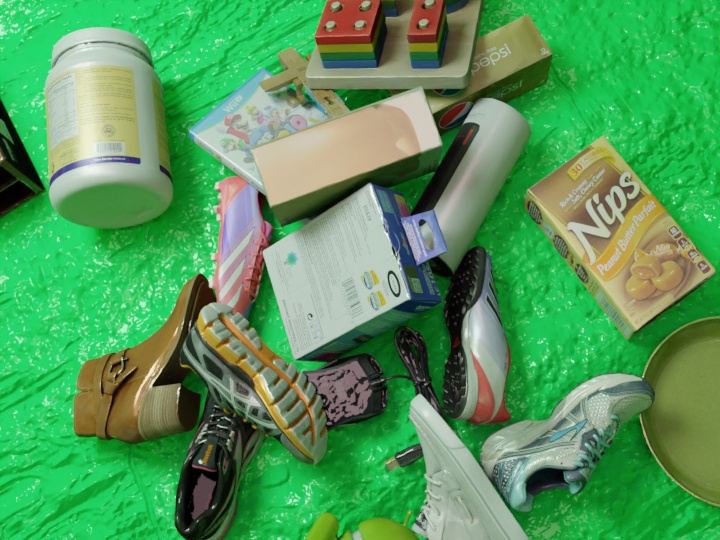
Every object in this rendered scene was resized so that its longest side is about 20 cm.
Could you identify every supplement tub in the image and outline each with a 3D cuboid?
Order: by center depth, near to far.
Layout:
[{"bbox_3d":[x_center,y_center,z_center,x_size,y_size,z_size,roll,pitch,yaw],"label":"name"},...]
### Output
[{"bbox_3d":[-0.304,-0.169,0.994,0.142,0.146,0.205,-10,72,2],"label":"supplement tub"}]

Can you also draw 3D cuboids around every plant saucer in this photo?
[{"bbox_3d":[0.397,0.153,0.890,0.194,0.031,0.205,-1,74,4],"label":"plant saucer"}]

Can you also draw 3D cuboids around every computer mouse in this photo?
[{"bbox_3d":[-0.002,0.162,0.924,0.196,0.046,0.143,-23,86,-1],"label":"computer mouse"}]

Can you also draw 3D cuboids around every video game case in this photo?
[{"bbox_3d":[-0.091,-0.154,1.012,0.198,0.018,0.143,36,61,14],"label":"video game case"}]

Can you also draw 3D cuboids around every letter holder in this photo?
[{"bbox_3d":[-0.517,-0.161,1.037,0.140,0.101,0.202,-31,73,-2],"label":"letter holder"}]

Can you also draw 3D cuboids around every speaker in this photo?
[{"bbox_3d":[0.123,-0.098,0.965,0.080,0.081,0.203,28,79,13],"label":"speaker"}]

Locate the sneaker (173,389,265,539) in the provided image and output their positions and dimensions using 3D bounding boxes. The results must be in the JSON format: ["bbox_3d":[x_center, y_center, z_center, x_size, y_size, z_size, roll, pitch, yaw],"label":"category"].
[{"bbox_3d":[-0.153,0.199,0.900,0.078,0.087,0.205,7,74,6],"label":"sneaker"}]

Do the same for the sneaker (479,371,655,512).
[{"bbox_3d":[0.227,0.186,0.859,0.197,0.078,0.087,-32,38,5],"label":"sneaker"}]

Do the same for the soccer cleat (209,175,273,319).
[{"bbox_3d":[-0.137,-0.018,0.977,0.074,0.067,0.205,-3,71,0],"label":"soccer cleat"}]

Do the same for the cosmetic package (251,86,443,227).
[{"bbox_3d":[-0.013,-0.122,0.908,0.196,0.105,0.073,-20,81,0],"label":"cosmetic package"}]

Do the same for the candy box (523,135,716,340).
[{"bbox_3d":[0.291,-0.038,0.943,0.114,0.055,0.202,-33,73,-5],"label":"candy box"}]

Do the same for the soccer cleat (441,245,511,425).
[{"bbox_3d":[0.137,0.073,0.930,0.072,0.068,0.205,15,64,-20],"label":"soccer cleat"}]

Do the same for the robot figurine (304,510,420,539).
[{"bbox_3d":[-0.008,0.333,0.830,0.198,0.116,0.177,-35,95,-5],"label":"robot figurine"}]

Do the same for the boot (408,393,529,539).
[{"bbox_3d":[0.088,0.237,0.860,0.095,0.074,0.202,-35,86,-3],"label":"boot"}]

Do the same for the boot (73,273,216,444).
[{"bbox_3d":[-0.247,0.102,0.955,0.152,0.077,0.205,-9,61,22],"label":"boot"}]

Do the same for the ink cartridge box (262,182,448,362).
[{"bbox_3d":[0.000,0.000,0.905,0.198,0.076,0.139,-30,70,30],"label":"ink cartridge box"}]

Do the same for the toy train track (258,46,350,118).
[{"bbox_3d":[-0.053,-0.215,1.011,0.113,0.033,0.201,-26,46,-11],"label":"toy train track"}]

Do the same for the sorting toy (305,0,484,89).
[{"bbox_3d":[0.043,-0.314,0.996,0.195,0.070,0.202,3,54,16],"label":"sorting toy"}]

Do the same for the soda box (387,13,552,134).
[{"bbox_3d":[0.133,-0.230,1.009,0.197,0.068,0.065,-27,72,-3],"label":"soda box"}]

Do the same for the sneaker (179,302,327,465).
[{"bbox_3d":[-0.112,0.129,0.877,0.077,0.078,0.201,-43,87,25],"label":"sneaker"}]
